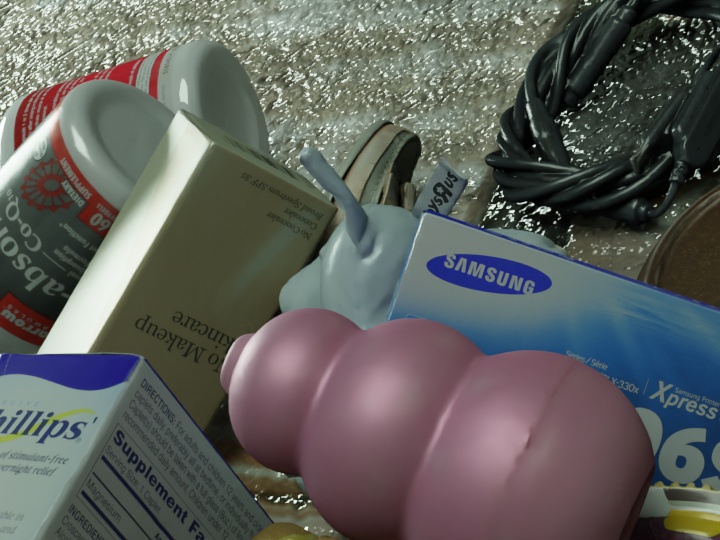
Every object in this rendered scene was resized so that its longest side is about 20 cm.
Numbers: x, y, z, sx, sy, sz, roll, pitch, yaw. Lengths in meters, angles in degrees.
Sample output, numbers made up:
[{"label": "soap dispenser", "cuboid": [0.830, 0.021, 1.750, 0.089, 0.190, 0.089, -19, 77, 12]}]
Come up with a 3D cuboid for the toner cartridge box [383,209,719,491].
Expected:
[{"label": "toner cartridge box", "cuboid": [0.110, 0.046, 1.033, 0.043, 0.200, 0.095, -73, 1, -86]}]

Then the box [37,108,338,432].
[{"label": "box", "cuboid": [-0.109, 0.019, 1.230, 0.200, 0.095, 0.078, -60, 26, 7]}]

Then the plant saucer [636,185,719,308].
[{"label": "plant saucer", "cuboid": [0.231, 0.007, 1.112, 0.200, 0.035, 0.200, -15, 43, 15]}]

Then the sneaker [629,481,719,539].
[{"label": "sneaker", "cuboid": [0.103, 0.153, 1.018, 0.200, 0.075, 0.090, -5, 50, 30]}]

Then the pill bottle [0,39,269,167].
[{"label": "pill bottle", "cuboid": [-0.172, -0.078, 1.428, 0.200, 0.112, 0.112, -14, 42, 22]}]

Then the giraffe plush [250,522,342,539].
[{"label": "giraffe plush", "cuboid": [0.002, 0.231, 0.967, 0.200, 0.173, 0.162, 30, 77, 5]}]

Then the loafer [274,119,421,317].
[{"label": "loafer", "cuboid": [0.000, 0.000, 1.273, 0.063, 0.072, 0.200, 16, 63, 24]}]

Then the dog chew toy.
[{"label": "dog chew toy", "cuboid": [0.029, 0.079, 0.960, 0.200, 0.125, 0.125, 22, 59, 13]}]

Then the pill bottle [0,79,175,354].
[{"label": "pill bottle", "cuboid": [-0.193, -0.017, 1.333, 0.200, 0.116, 0.116, -43, 31, 29]}]

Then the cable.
[{"label": "cable", "cuboid": [0.165, -0.108, 1.289, 0.163, 0.051, 0.200, 0, 51, 41]}]

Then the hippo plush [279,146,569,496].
[{"label": "hippo plush", "cuboid": [0.033, 0.056, 1.124, 0.159, 0.200, 0.161, 5, 66, -4]}]

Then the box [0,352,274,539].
[{"label": "box", "cuboid": [-0.146, 0.174, 1.082, 0.105, 0.184, 0.200, 0, 48, 37]}]
